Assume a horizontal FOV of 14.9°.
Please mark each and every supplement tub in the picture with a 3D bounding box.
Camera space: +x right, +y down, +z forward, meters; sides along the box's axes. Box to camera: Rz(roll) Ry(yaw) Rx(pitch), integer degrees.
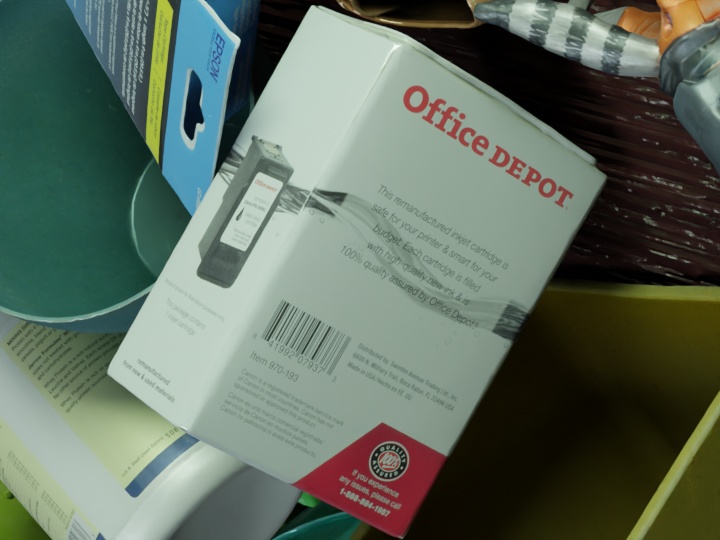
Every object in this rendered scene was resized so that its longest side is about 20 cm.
[{"bbox_3d":[-0.139,0.077,1.533,0.200,0.145,0.145,46,156,22],"label":"supplement tub"}]

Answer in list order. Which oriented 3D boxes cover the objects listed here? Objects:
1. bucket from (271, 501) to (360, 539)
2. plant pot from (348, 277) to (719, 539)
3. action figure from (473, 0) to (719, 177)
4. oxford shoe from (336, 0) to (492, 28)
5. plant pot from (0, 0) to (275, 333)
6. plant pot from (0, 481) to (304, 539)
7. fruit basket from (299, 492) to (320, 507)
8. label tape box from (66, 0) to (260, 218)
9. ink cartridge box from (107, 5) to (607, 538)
[{"bbox_3d":[0.013,0.229,1.704,0.207,0.135,0.208,34,152,20],"label":"bucket"},{"bbox_3d":[0.147,0.143,1.340,0.195,0.195,0.200,3,141,53],"label":"plant pot"},{"bbox_3d":[0.146,-0.064,1.133,0.193,0.104,0.201,43,153,25],"label":"action figure"},{"bbox_3d":[0.002,-0.148,1.252,0.199,0.071,0.072,14,142,49],"label":"oxford shoe"},{"bbox_3d":[-0.112,-0.052,1.452,0.199,0.201,0.135,27,177,32],"label":"plant pot"},{"bbox_3d":[-0.141,0.192,1.822,0.199,0.182,0.200,16,143,44],"label":"plant pot"},{"bbox_3d":[-0.072,0.037,1.601,0.185,0.094,0.201,17,139,44],"label":"fruit basket"},{"bbox_3d":[-0.087,-0.141,1.304,0.201,0.066,0.144,57,155,28],"label":"label tape box"},{"bbox_3d":[0.000,0.000,1.272,0.145,0.201,0.083,30,180,-36],"label":"ink cartridge box"}]
